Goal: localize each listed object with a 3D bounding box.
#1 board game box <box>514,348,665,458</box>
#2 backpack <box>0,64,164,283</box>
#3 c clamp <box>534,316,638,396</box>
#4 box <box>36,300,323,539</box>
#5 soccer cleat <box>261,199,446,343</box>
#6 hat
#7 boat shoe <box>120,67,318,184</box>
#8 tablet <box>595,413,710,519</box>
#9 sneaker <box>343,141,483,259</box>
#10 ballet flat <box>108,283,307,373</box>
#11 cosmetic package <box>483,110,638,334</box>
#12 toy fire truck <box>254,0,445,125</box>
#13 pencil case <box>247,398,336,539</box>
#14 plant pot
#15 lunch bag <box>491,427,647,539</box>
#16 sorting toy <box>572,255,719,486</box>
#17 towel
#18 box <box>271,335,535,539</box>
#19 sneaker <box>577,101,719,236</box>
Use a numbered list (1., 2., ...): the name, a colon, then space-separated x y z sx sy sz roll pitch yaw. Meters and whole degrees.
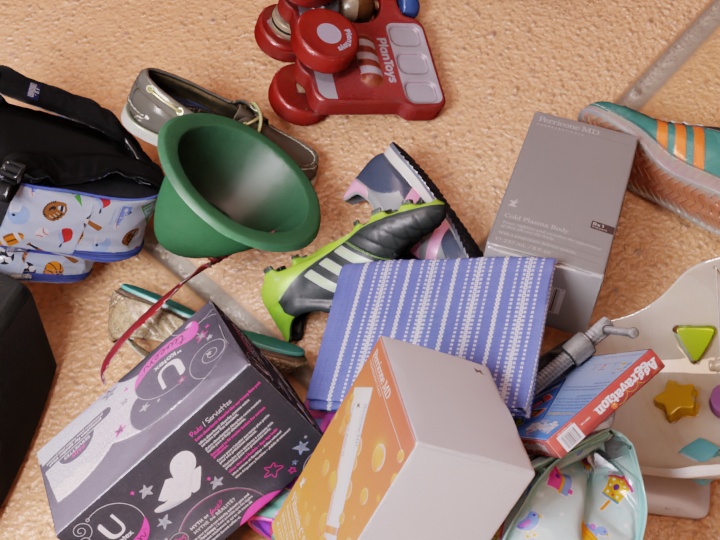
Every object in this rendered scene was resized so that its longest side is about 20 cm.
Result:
1. board game box: 0.160 0.104 0.938 0.103 0.200 0.019 -38 90 -9
2. backpack: -0.285 -0.075 1.121 0.190 0.154 0.200 2 37 -32
3. c clamp: 0.128 0.101 0.989 0.200 0.171 0.027 -39 90 0
4. box: -0.150 0.145 0.986 0.200 0.115 0.132 -40 31 -2
5. soccer cleat: 0.000 0.000 1.093 0.200 0.068 0.081 -28 81 23
6. hat: -0.160 -0.028 1.109 0.176 0.200 0.166 -48 67 31
7. boat shoe: -0.129 -0.137 1.167 0.202 0.060 0.072 20 38 -12
8. tablet: 0.206 0.143 1.055 0.200 0.014 0.130 6 64 8
9. sneaker: 0.059 -0.024 1.136 0.082 0.070 0.200 -38 65 12
10. ballet flat: -0.146 0.072 1.107 0.200 0.071 0.065 19 93 18
11. cosmetic package: 0.179 -0.047 1.081 0.107 0.090 0.200 15 49 8
12. toy fire truck: -0.010 -0.240 1.232 0.168 0.112 0.200 -1 61 -22
13. pencil case: -0.024 0.146 1.036 0.088 0.088 0.200 18 68 14
14. plant pot: -0.382 0.090 1.051 0.199 0.200 0.177 22 54 16
15. lunch bag: 0.130 0.217 0.927 0.122 0.170 0.200 28 68 -5
16. sorting toy: 0.260 0.102 1.014 0.180 0.107 0.200 -7 55 23
17. towel: 0.057 0.054 0.987 0.200 0.024 0.145 -1 58 27
18. box: 0.024 0.170 0.881 0.097 0.200 0.124 18 27 -22
19. sneaker: 0.304 -0.109 1.148 0.200 0.071 0.080 37 60 21
